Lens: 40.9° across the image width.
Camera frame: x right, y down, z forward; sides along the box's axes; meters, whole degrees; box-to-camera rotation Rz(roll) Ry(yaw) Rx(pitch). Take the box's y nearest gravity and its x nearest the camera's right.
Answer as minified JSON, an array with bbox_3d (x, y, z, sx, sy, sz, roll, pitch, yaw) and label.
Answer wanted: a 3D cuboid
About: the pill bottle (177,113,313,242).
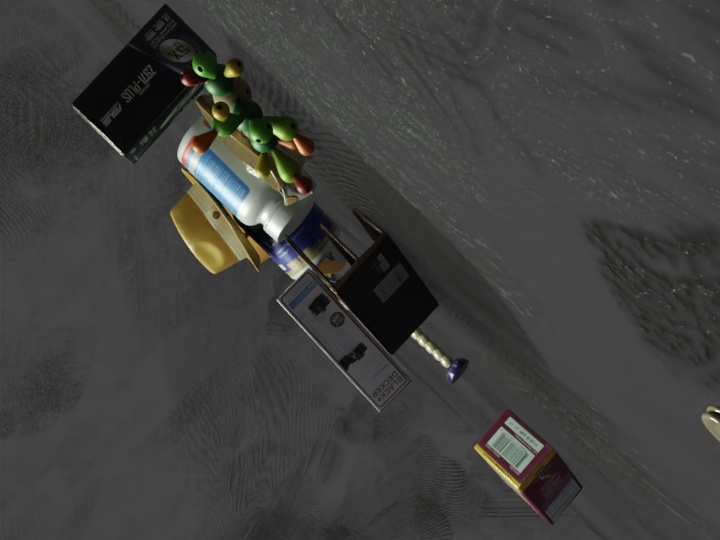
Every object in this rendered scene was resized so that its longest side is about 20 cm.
[{"bbox_3d":[-0.167,-0.140,1.433,0.200,0.112,0.112,44,176,6],"label":"pill bottle"}]

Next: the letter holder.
[{"bbox_3d":[0.000,0.000,1.320,0.142,0.101,0.200,42,175,37],"label":"letter holder"}]

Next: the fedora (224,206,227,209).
[{"bbox_3d":[-0.212,-0.152,1.700,0.199,0.083,0.201,34,-173,-4],"label":"fedora"}]

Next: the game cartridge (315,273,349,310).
[{"bbox_3d":[0.004,0.048,1.558,0.196,0.042,0.133,14,169,3],"label":"game cartridge"}]

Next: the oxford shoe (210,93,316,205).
[{"bbox_3d":[-0.147,-0.169,1.349,0.200,0.058,0.075,46,178,1],"label":"oxford shoe"}]

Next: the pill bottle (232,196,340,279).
[{"bbox_3d":[-0.136,-0.092,1.565,0.200,0.116,0.116,44,175,-14],"label":"pill bottle"}]

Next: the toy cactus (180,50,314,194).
[{"bbox_3d":[-0.137,-0.174,1.092,0.199,0.102,0.166,36,-169,-40],"label":"toy cactus"}]

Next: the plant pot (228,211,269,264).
[{"bbox_3d":[-0.218,-0.106,2.010,0.200,0.140,0.200,42,175,4],"label":"plant pot"}]

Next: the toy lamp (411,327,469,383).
[{"bbox_3d":[0.104,0.114,1.709,0.199,0.058,0.058,40,175,18],"label":"toy lamp"}]

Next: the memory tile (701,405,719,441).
[{"bbox_3d":[0.287,0.137,0.553,0.153,0.017,0.200,44,175,-1],"label":"memory tile"}]

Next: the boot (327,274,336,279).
[{"bbox_3d":[-0.097,-0.002,2.340,0.201,0.073,0.155,56,-177,39],"label":"boot"}]

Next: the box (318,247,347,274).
[{"bbox_3d":[-0.108,-0.043,1.840,0.119,0.042,0.199,43,-163,15],"label":"box"}]

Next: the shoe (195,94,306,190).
[{"bbox_3d":[-0.147,-0.179,1.279,0.200,0.053,0.070,43,165,29],"label":"shoe"}]

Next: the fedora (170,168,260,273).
[{"bbox_3d":[-0.239,-0.064,1.521,0.202,0.081,0.201,51,174,7],"label":"fedora"}]

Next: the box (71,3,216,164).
[{"bbox_3d":[-0.265,-0.225,1.206,0.086,0.164,0.200,43,175,-10],"label":"box"}]

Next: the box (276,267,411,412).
[{"bbox_3d":[-0.023,0.090,1.293,0.200,0.060,0.117,47,178,-3],"label":"box"}]

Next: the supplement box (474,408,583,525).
[{"bbox_3d":[0.320,0.373,1.822,0.131,0.103,0.200,39,172,42],"label":"supplement box"}]
